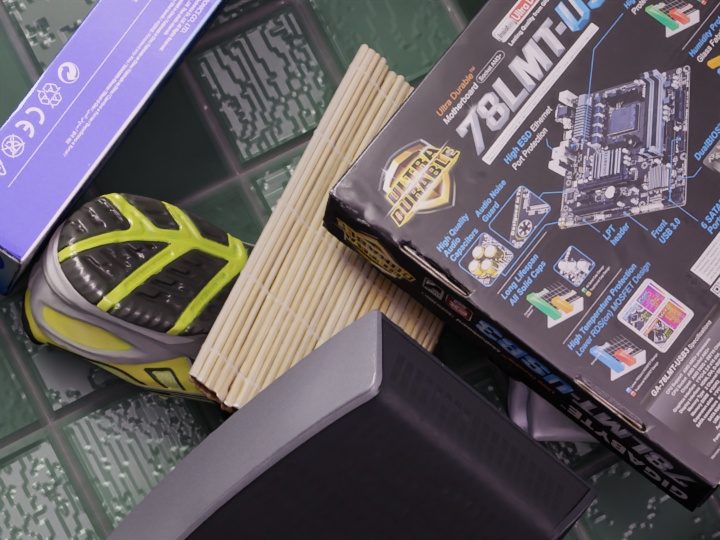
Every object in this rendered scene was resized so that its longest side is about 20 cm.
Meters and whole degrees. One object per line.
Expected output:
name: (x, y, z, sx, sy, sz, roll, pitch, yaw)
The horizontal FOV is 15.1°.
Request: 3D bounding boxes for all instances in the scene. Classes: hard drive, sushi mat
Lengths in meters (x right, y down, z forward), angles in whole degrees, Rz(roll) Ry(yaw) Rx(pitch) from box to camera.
hard drive: (-0.017, 0.119, 1.093, 0.135, 0.042, 0.200, 40, 118, -15)
sushi mat: (0.000, 0.000, 1.154, 0.096, 0.012, 0.200, 39, 52, -17)

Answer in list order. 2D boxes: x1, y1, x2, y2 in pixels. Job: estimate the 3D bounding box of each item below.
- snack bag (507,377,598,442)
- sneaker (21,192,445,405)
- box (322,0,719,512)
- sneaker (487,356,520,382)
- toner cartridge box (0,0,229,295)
snack bag: (0.162, -0.017, 1.233, 0.188, 0.021, 0.201, 4, 80, -10)
sneaker: (-0.051, 0.026, 1.163, 0.200, 0.076, 0.076, 24, 55, -24)
box: (0.120, -0.038, 1.127, 0.198, 0.050, 0.200, 36, 72, 8)
sneaker: (0.131, 0.025, 1.173, 0.199, 0.076, 0.114, 31, 78, -1)
toner cartridge box: (-0.105, -0.085, 1.155, 0.043, 0.095, 0.200, 37, 76, -3)
